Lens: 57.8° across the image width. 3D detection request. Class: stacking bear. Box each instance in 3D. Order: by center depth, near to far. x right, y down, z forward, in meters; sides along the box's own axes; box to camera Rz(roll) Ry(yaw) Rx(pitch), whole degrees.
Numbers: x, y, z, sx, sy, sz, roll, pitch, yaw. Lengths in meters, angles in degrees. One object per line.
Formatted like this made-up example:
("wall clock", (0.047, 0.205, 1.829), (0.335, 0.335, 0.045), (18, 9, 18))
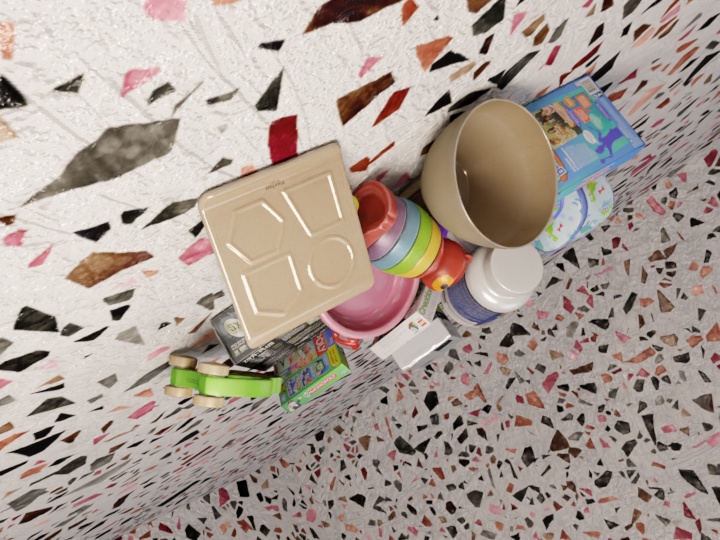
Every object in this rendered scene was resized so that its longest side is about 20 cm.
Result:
("stacking bear", (0.072, -0.035, 0.933), (0.199, 0.114, 0.121), (28, 126, -31))

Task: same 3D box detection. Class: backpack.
("backpack", (0.317, -0.136, 1.133), (0.146, 0.201, 0.183), (-24, 164, -30))

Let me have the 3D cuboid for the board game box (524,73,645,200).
("board game box", (0.321, -0.205, 1.023), (0.199, 0.153, 0.045), (-27, 165, -18))

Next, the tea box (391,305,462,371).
("tea box", (0.113, 0.109, 1.476), (0.133, 0.198, 0.200), (-36, 164, 9))

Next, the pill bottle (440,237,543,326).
("pill bottle", (0.205, 0.018, 1.023), (0.110, 0.112, 0.200), (-28, 172, -17))

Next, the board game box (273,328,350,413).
("board game box", (-0.100, 0.144, 1.188), (0.134, 0.201, 0.029), (-37, 128, 10))

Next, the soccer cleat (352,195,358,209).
("soccer cleat", (-0.078, -0.041, 0.837), (0.199, 0.084, 0.065), (-24, 163, -31))

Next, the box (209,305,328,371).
("box", (-0.125, 0.076, 1.097), (0.199, 0.086, 0.164), (-34, 165, 1))

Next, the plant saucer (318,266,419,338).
("plant saucer", (0.000, 0.000, 0.988), (0.199, 0.202, 0.051), (-25, -163, -28))

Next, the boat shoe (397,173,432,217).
("boat shoe", (0.066, -0.075, 1.058), (0.200, 0.068, 0.072), (-42, 163, 29))

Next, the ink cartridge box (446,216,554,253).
("ink cartridge box", (0.223, -0.064, 1.113), (0.068, 0.116, 0.200), (-42, 174, -28))

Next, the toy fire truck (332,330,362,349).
("toy fire truck", (0.009, 0.065, 1.119), (0.142, 0.048, 0.201), (94, 20, -53))

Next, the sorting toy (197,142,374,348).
("sorting toy", (-0.082, -0.030, 0.774), (0.184, 0.202, 0.036), (-26, -152, -25))

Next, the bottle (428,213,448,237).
("bottle", (0.106, -0.075, 1.115), (0.065, 0.084, 0.200), (-13, 154, -52))

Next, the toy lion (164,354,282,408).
("toy lion", (-0.208, 0.183, 1.072), (0.190, 0.069, 0.199), (11, 172, -35))

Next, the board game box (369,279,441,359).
("board game box", (0.090, 0.046, 1.100), (0.126, 0.035, 0.201), (-43, -166, 39))

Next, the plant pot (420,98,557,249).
("plant pot", (0.163, -0.127, 0.926), (0.199, 0.202, 0.134), (-23, -169, -32))
